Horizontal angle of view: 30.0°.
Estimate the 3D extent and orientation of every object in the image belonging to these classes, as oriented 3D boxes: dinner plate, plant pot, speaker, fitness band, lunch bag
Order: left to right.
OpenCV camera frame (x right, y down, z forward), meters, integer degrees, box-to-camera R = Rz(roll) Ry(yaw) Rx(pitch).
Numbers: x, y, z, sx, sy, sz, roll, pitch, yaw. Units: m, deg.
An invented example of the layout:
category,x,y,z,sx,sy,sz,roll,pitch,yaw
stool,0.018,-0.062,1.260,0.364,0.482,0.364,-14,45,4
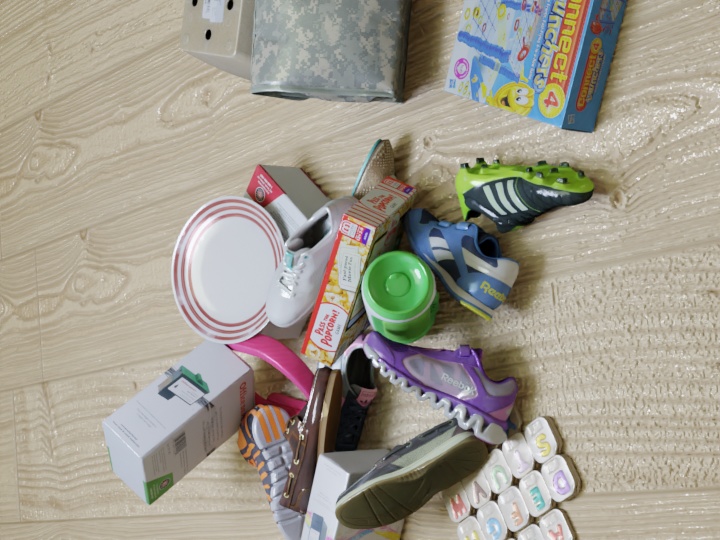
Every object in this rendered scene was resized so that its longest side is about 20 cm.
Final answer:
category,x,y,z,sx,sy,sz,roll,pitch,yaw
dinner plate,-0.175,-0.001,1.817,0.200,0.024,0.201,-2,86,31
plant pot,-0.130,-0.350,1.813,0.200,0.177,0.200,18,103,49
fitness band,-0.128,0.146,1.840,0.200,0.037,0.144,7,135,50
lunch bag,-0.041,-0.297,1.692,0.200,0.118,0.164,5,93,7
speaker,0.047,0.034,1.587,0.200,0.088,0.089,76,-176,-77

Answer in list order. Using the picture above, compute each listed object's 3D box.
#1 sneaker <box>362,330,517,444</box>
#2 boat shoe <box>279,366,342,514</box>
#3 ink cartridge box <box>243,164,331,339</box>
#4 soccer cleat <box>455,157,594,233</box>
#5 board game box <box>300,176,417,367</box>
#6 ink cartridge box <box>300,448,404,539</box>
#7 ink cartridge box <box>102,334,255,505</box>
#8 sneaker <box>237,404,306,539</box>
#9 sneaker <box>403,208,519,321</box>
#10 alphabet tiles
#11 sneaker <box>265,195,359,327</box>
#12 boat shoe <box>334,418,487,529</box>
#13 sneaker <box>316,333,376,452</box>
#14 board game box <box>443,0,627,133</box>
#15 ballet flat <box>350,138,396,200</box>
category,x,y,z,sx,sy,sz,roll,pitch,yaw
sneaker,0.099,0.117,1.561,0.200,0.080,0.089,31,96,6
boat shoe,-0.066,0.217,1.709,0.070,0.070,0.200,11,102,14
ink cartridge box,-0.114,-0.024,1.855,0.144,0.084,0.200,48,123,37
soccer cleat,0.189,-0.082,1.531,0.200,0.067,0.081,11,115,50
board game box,0.000,0.000,1.657,0.046,0.151,0.200,24,118,12
ink cartridge box,-0.010,0.333,1.699,0.067,0.117,0.200,26,108,47
ink cartridge box,-0.244,0.203,1.831,0.084,0.200,0.146,39,151,21
sneaker,-0.112,0.280,1.863,0.112,0.077,0.200,166,90,-69
sneaker,0.122,-0.023,1.594,0.082,0.074,0.200,-52,44,13
alphabet tiles,0.172,0.256,1.569,0.200,0.015,0.196,-44,58,39
sneaker,-0.076,-0.011,1.692,0.075,0.088,0.200,40,112,19
boat shoe,0.058,0.241,1.611,0.201,0.072,0.066,-31,34,11
sneaker,-0.017,0.177,1.747,0.082,0.070,0.200,5,95,51
board game box,0.199,-0.276,1.521,0.196,0.056,0.200,26,108,47
ballet flat,0.012,-0.075,1.739,0.065,0.070,0.200,34,120,14
